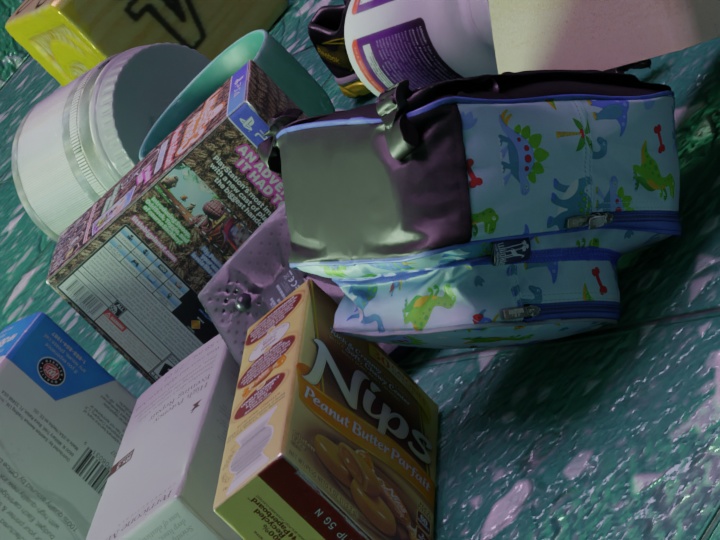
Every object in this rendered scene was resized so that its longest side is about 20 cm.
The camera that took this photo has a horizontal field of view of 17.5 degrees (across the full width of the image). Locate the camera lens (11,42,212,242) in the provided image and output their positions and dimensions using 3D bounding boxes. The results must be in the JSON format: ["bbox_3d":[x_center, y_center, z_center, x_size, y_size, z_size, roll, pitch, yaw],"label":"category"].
[{"bbox_3d":[-0.218,-0.112,2.163,0.200,0.160,0.160,-23,28,51],"label":"camera lens"}]

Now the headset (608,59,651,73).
[{"bbox_3d":[0.155,-0.203,1.585,0.094,0.123,0.201,116,153,-52],"label":"headset"}]

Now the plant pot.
[{"bbox_3d":[0.180,-0.224,1.341,0.199,0.178,0.200,-21,5,-26],"label":"plant pot"}]

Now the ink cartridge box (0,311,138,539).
[{"bbox_3d":[-0.245,0.154,1.647,0.200,0.146,0.084,-53,18,-26],"label":"ink cartridge box"}]

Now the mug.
[{"bbox_3d":[-0.094,-0.112,1.954,0.152,0.114,0.185,-42,17,11],"label":"mug"}]

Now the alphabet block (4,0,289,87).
[{"bbox_3d":[-0.231,-0.276,2.511,0.200,0.196,0.195,-51,16,-16],"label":"alphabet block"}]

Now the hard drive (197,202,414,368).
[{"bbox_3d":[0.000,0.000,1.488,0.200,0.042,0.135,-42,60,15],"label":"hard drive"}]

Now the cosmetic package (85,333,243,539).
[{"bbox_3d":[-0.109,0.134,1.503,0.102,0.074,0.200,-38,17,25],"label":"cosmetic package"}]

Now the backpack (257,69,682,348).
[{"bbox_3d":[0.074,-0.032,1.290,0.199,0.148,0.183,-8,1,-31],"label":"backpack"}]

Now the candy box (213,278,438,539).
[{"bbox_3d":[-0.015,0.101,1.281,0.055,0.115,0.200,-38,19,20],"label":"candy box"}]

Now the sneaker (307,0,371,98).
[{"bbox_3d":[0.030,-0.215,1.948,0.200,0.085,0.075,-32,23,38],"label":"sneaker"}]

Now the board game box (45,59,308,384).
[{"bbox_3d":[-0.097,-0.019,1.672,0.200,0.159,0.097,-40,18,14],"label":"board game box"}]

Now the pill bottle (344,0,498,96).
[{"bbox_3d":[0.078,-0.188,1.730,0.112,0.111,0.200,-52,18,-20],"label":"pill bottle"}]
